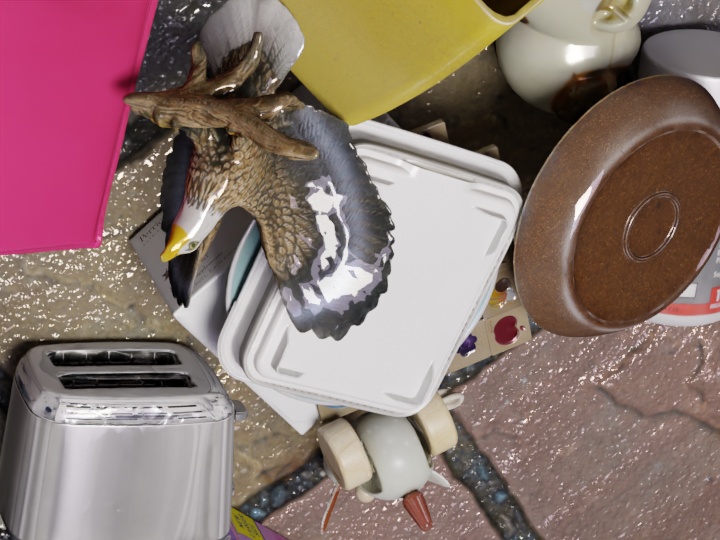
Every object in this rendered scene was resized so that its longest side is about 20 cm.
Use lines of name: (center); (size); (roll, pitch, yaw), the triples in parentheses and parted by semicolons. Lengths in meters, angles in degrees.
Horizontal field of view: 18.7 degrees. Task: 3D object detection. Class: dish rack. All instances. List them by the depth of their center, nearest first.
dish rack: (0.014, 0.008, 1.446); (0.171, 0.044, 0.201); (15, 110, -29)

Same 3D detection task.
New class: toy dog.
toy dog: (0.138, -0.195, 1.496); (0.194, 0.139, 0.200); (-40, 139, -20)
toy dog: (0.022, 0.151, 1.603); (0.131, 0.200, 0.097); (-23, 82, 7)

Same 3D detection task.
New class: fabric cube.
fabric cube: (-0.265, -0.130, 1.293); (0.199, 0.200, 0.197); (-6, 120, -43)

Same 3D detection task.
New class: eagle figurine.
eagle figurine: (-0.074, -0.054, 1.338); (0.151, 0.152, 0.200); (-27, 150, 0)

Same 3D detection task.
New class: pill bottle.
pill bottle: (0.243, -0.070, 1.631); (0.115, 0.116, 0.201); (-6, 120, -20)

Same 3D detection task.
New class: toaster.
toaster: (-0.181, 0.127, 1.563); (0.199, 0.114, 0.130); (1, 113, -21)

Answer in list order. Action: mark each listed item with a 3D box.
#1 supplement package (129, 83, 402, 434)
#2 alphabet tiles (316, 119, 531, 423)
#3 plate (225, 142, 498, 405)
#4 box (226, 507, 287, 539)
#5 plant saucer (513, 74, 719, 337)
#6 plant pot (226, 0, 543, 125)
supplement package: (-0.031, -0.018, 1.544); (0.200, 0.111, 0.156); (-42, 126, 3)
alphabet tiles: (0.029, -0.003, 1.508); (0.167, 0.008, 0.201); (-21, 124, -12)
plate: (0.000, 0.000, 1.476); (0.199, 0.026, 0.201); (-12, 123, -19)
box: (-0.040, 0.299, 1.680); (0.200, 0.176, 0.097); (33, 102, -33)
plant saucer: (0.191, -0.036, 1.503); (0.200, 0.034, 0.201); (-22, 129, -30)
plant pot: (0.024, -0.209, 1.329); (0.200, 0.200, 0.176); (-41, 177, -43)
